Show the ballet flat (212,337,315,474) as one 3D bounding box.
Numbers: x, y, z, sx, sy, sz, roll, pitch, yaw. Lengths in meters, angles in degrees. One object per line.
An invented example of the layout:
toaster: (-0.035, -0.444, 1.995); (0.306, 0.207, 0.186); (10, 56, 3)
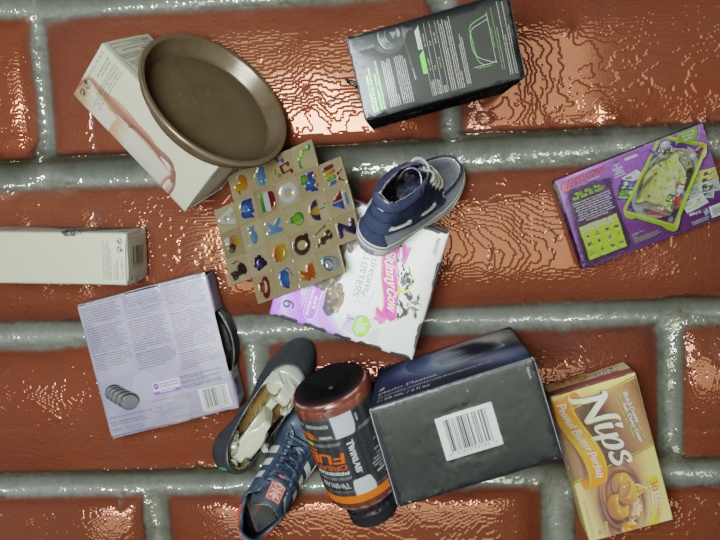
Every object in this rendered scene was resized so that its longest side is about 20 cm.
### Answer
ballet flat: (-0.118, 0.181, 0.968); (0.073, 0.073, 0.202); (38, 82, -2)

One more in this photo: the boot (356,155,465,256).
boot: (0.075, -0.100, 0.883); (0.072, 0.091, 0.200); (38, 54, 11)

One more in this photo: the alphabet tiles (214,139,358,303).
alphabet tiles: (-0.094, -0.059, 0.927); (0.196, 0.006, 0.171); (-19, 83, 23)

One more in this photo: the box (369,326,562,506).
box: (0.120, 0.168, 0.908); (0.195, 0.198, 0.127); (-18, 93, 5)

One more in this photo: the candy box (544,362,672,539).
candy box: (0.325, 0.238, 0.976); (0.112, 0.055, 0.205); (-16, 95, 5)

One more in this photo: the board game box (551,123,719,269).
board game box: (0.357, -0.094, 0.949); (0.195, 0.032, 0.123); (-20, 99, 5)

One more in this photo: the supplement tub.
supplement tub: (-0.010, 0.230, 0.960); (0.104, 0.107, 0.205); (-17, 110, 5)

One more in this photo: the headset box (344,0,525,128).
headset box: (0.079, -0.238, 0.877); (0.194, 0.174, 0.095); (-14, 97, 6)

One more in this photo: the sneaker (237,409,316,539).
sneaker: (-0.105, 0.277, 0.993); (0.074, 0.085, 0.204); (26, 97, 0)

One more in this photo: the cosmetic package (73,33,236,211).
cosmetic package: (-0.244, -0.187, 0.931); (0.200, 0.103, 0.087); (46, 119, -1)

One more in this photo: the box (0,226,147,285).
box: (-0.388, -0.021, 0.979); (0.194, 0.082, 0.071); (1, 98, 2)

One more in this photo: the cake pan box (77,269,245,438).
cake pan box: (-0.264, 0.110, 1.001); (0.194, 0.052, 0.189); (-14, 98, 5)

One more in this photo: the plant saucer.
plant saucer: (-0.180, -0.203, 0.903); (0.200, 0.200, 0.029); (47, 130, -3)

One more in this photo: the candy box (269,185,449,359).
candy box: (0.000, 0.000, 0.960); (0.195, 0.072, 0.172); (17, 97, 3)
